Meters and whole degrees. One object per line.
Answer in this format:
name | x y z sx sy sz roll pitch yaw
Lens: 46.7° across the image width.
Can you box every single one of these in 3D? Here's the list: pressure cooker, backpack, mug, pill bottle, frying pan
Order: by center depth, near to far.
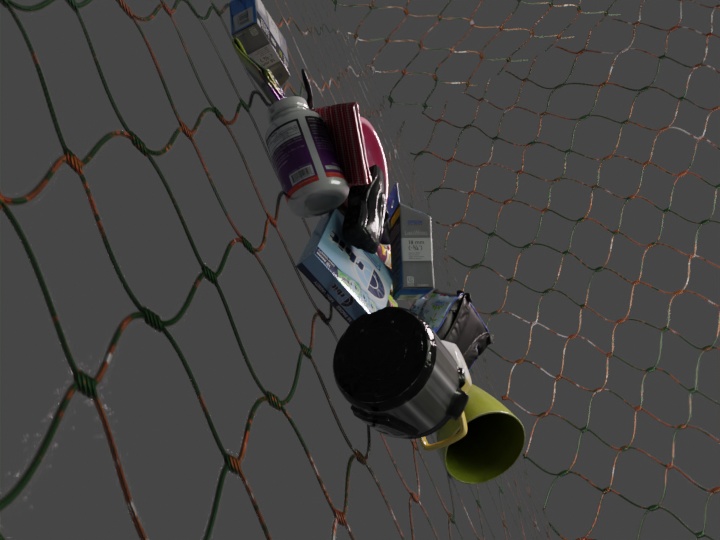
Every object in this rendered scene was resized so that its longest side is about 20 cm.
pressure cooker | 0.070 0.171 1.326 0.200 0.178 0.177 50 16 -52
pill bottle | -0.100 -0.202 1.475 0.201 0.112 0.112 70 12 19
mug | 0.132 0.222 1.577 0.188 0.152 0.149 64 11 -10
frying pan | -0.085 -0.288 1.609 0.115 0.031 0.190 62 -5 22
backpack | 0.170 0.164 1.833 0.200 0.146 0.183 -55 128 -29

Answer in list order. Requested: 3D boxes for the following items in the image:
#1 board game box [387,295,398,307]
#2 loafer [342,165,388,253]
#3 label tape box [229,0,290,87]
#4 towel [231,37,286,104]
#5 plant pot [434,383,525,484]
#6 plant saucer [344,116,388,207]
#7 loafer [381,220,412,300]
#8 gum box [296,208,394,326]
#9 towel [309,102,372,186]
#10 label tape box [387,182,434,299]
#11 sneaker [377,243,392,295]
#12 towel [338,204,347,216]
board game box | 0.014 0.055 1.596 0.200 0.047 0.102 49 20 -41
loafer | 0.015 -0.110 1.488 0.070 0.068 0.201 42 37 -27
label tape box | -0.188 -0.445 1.694 0.200 0.063 0.145 55 16 -42
towel | -0.165 -0.339 1.572 0.144 0.023 0.200 49 -2 41
plant pot | 0.233 0.328 1.832 0.188 0.186 0.200 58 -1 -32
plant saucer | -0.005 -0.198 1.638 0.200 0.050 0.202 31 55 -60
loafer | 0.098 -0.030 1.999 0.068 0.070 0.202 -1 69 -79
gum box | -0.020 0.001 1.440 0.170 0.044 0.200 49 24 -14
towel | -0.042 -0.225 1.503 0.200 0.022 0.146 11 -66 62
label tape box | 0.094 -0.054 1.594 0.144 0.063 0.202 121 -33 -79
sneaker | 0.040 -0.033 1.797 0.090 0.074 0.200 -61 149 -24
towel | -0.075 -0.189 1.671 0.199 0.034 0.194 29 36 -41
